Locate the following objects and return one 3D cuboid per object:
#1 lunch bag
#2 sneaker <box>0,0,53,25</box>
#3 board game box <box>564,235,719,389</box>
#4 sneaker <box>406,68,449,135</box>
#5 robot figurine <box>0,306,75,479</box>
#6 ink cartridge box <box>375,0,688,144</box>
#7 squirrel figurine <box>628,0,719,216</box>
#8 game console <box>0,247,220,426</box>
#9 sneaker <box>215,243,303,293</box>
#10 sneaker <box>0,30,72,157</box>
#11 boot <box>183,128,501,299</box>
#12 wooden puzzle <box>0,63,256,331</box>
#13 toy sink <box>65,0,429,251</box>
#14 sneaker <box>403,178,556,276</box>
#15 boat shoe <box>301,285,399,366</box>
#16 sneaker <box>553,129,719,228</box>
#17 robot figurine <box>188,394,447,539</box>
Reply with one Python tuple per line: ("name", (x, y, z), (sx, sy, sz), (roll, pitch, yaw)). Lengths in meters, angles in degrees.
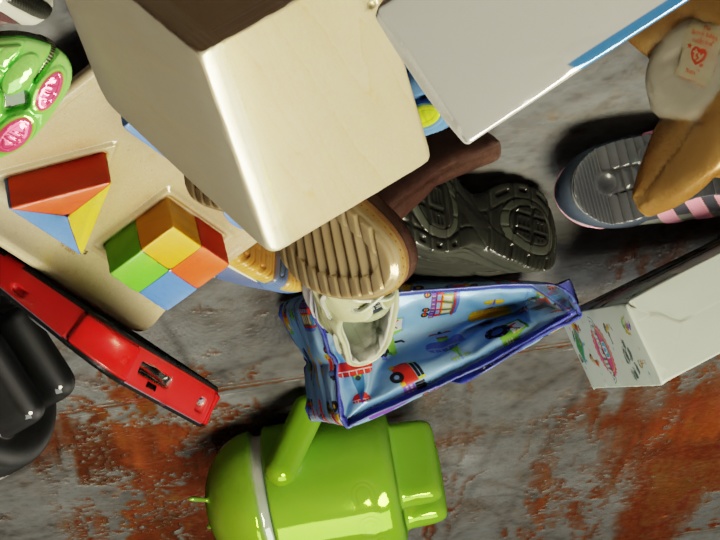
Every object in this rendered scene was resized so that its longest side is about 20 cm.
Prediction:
("lunch bag", (0.056, 0.038, 1.794), (0.199, 0.095, 0.151), (-16, -179, -10))
("sneaker", (-0.258, -0.157, 1.323), (0.115, 0.076, 0.200), (-20, 154, 26))
("board game box", (0.232, 0.021, 1.754), (0.147, 0.065, 0.200), (-26, -179, -8))
("sneaker", (0.026, -0.120, 1.429), (0.082, 0.071, 0.200), (-9, -167, -12))
("robot figurine", (-0.291, 0.101, 1.779), (0.199, 0.126, 0.150), (-28, 149, 32))
("ink cartridge box", (0.098, -0.155, 1.292), (0.146, 0.086, 0.200), (-32, -172, 15))
("squirrel figurine", (0.270, -0.120, 1.525), (0.186, 0.143, 0.199), (8, 153, -45))
("game console", (-0.185, 0.031, 1.630), (0.031, 0.176, 0.200), (-57, 158, -4))
("sneaker", (-0.117, -0.031, 1.650), (0.199, 0.076, 0.088), (22, 149, -34))
("sneaker", (-0.244, -0.095, 1.444), (0.199, 0.084, 0.077), (-21, 128, 32))
("boot", (0.015, -0.053, 1.428), (0.165, 0.200, 0.073), (-18, 118, -31))
("wooden puzzle", (-0.116, -0.054, 1.522), (0.200, 0.046, 0.185), (-39, 133, 18))
("toy sink", (-0.066, -0.126, 1.345), (0.112, 0.200, 0.131), (-31, 129, -16))
("sneaker", (0.041, -0.029, 1.702), (0.090, 0.077, 0.199), (-19, 151, 41))
("boat shoe", (0.000, 0.000, 1.590), (0.072, 0.062, 0.200), (-29, 162, -8))
("sneaker", (0.223, -0.068, 1.713), (0.198, 0.071, 0.082), (-5, 178, -15))
("robot figurine", (-0.034, 0.176, 2.039), (0.198, 0.116, 0.176), (-11, 154, 3))
